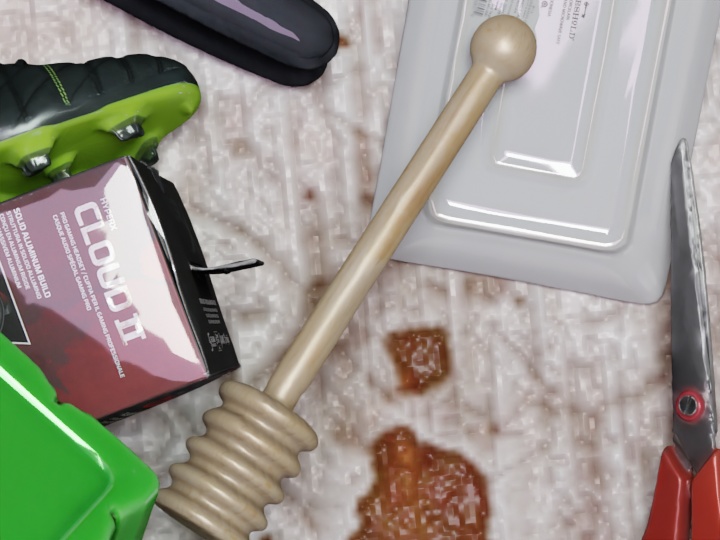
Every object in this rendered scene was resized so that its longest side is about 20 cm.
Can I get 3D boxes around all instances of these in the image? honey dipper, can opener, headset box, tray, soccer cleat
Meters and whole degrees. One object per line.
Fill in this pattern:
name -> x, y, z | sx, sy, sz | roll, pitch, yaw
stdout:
honey dipper -> 0.000, 0.000, 0.778 | 0.038, 0.038, 0.200 | 32, 77, 1
can opener -> -0.096, -0.120, 0.815 | 0.200, 0.063, 0.079 | 31, 88, 2
headset box -> -0.127, 0.027, 0.768 | 0.199, 0.149, 0.075 | -21, 89, -1
tray -> 0.070, -0.092, 0.812 | 0.107, 0.022, 0.201 | 10, 101, 2
soccer cleat -> -0.156, -0.052, 0.815 | 0.199, 0.068, 0.081 | -16, 75, 0

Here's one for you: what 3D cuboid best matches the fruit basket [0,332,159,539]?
fruit basket -> -0.180, 0.083, 0.645 | 0.215, 0.156, 0.216 | 17, 129, 22

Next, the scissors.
scissors -> 0.120, 0.059, 0.808 | 0.073, 0.014, 0.201 | 13, 94, 38
